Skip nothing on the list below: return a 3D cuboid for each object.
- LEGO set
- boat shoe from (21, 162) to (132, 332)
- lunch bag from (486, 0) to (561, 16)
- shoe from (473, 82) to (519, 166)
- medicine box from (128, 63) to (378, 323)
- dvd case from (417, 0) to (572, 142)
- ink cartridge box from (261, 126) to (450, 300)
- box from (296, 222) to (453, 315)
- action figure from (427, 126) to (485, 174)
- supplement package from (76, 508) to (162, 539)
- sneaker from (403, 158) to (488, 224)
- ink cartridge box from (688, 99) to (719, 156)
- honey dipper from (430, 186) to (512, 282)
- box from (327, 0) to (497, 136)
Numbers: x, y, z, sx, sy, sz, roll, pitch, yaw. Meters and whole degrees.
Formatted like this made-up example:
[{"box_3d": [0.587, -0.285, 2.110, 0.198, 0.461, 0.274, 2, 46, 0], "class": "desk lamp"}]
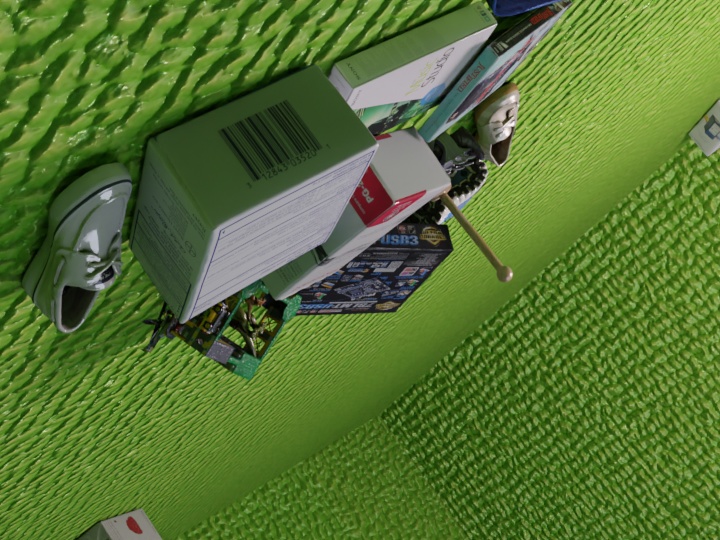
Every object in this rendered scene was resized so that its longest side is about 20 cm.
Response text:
[{"box_3d": [-0.171, 0.041, 1.305, 0.154, 0.116, 0.200, -61, 158, 4], "class": "LEGO set"}, {"box_3d": [-0.235, -0.013, 0.933, 0.072, 0.066, 0.200, -24, 163, -47], "class": "boat shoe"}, {"box_3d": [0.141, -0.296, 0.784, 0.135, 0.133, 0.200, -18, 165, -11], "class": "lunch bag"}, {"box_3d": [0.192, -0.197, 1.494, 0.070, 0.053, 0.200, -35, 168, -9], "class": "shoe"}, {"box_3d": [-0.106, -0.068, 1.009, 0.182, 0.103, 0.200, -30, 167, -28], "class": "medicine box"}, {"box_3d": [0.155, -0.233, 1.241, 0.200, 0.022, 0.146, -43, 176, -47], "class": "dvd case"}, {"box_3d": [-0.018, -0.064, 1.219, 0.200, 0.084, 0.145, -37, 174, 31], "class": "ink cartridge box"}, {"box_3d": [0.000, 0.000, 1.533, 0.199, 0.050, 0.199, 0, 153, -26], "class": "box"}, {"box_3d": [0.054, -0.117, 1.376, 0.200, 0.070, 0.130, -29, 172, -19], "class": "action figure"}, {"box_3d": [-0.527, 0.608, 2.355, 0.120, 0.121, 0.200, -39, 169, 9], "class": "supplement package"}, {"box_3d": [0.102, -0.088, 1.601, 0.200, 0.079, 0.089, -35, 166, -9], "class": "sneaker"}, {"box_3d": [0.987, -0.411, 2.902, 0.145, 0.088, 0.200, -34, 170, -15], "class": "ink cartridge box"}, {"box_3d": [0.143, -0.064, 1.508, 0.038, 0.200, 0.038, -33, 168, -8], "class": "honey dipper"}, {"box_3d": [0.035, -0.189, 1.113, 0.200, 0.036, 0.144, -29, 166, -30], "class": "box"}]
